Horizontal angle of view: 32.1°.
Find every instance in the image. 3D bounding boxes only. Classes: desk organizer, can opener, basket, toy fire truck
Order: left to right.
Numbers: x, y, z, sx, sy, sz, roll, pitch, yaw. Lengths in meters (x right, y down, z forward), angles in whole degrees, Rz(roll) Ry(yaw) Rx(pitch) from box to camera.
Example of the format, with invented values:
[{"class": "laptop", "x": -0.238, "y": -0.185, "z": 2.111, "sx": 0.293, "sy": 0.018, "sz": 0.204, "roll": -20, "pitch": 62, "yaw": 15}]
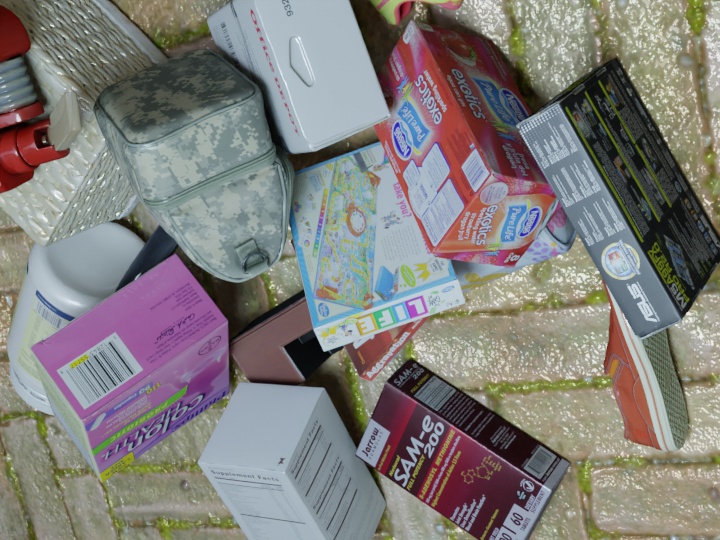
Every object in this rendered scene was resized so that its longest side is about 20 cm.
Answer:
[{"class": "toy fire truck", "x": -0.330, "y": -0.165, "z": 1.168, "sx": 0.198, "sy": 0.129, "sz": 0.178, "roll": -11, "pitch": 105, "yaw": 20}, {"class": "basket", "x": -0.312, "y": -0.163, "z": 1.319, "sx": 0.200, "sy": 0.161, "sz": 0.199, "roll": 43, "pitch": 124, "yaw": 5}, {"class": "can opener", "x": -0.196, "y": -0.049, "z": 1.313, "sx": 0.078, "sy": 0.063, "sz": 0.201, "roll": 31, "pitch": 94, "yaw": 4}, {"class": "desk organizer", "x": -0.044, "y": 0.059, "z": 1.311, "sx": 0.199, "sy": 0.072, "sz": 0.077, "roll": -31, "pitch": 96, "yaw": 36}]

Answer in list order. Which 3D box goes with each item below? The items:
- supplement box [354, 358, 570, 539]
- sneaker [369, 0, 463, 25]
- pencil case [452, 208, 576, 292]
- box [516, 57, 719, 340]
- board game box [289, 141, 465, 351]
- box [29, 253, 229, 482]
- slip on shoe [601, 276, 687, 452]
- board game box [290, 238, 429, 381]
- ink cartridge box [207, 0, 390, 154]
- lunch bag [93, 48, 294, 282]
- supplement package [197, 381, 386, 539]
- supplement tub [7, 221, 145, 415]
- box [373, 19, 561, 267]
[{"class": "supplement box", "x": 0.102, "y": 0.194, "z": 1.290, "sx": 0.199, "sy": 0.061, "sz": 0.110, "roll": 32, "pitch": 123, "yaw": 16}, {"class": "sneaker", "x": 0.081, "y": -0.279, "z": 1.098, "sx": 0.199, "sy": 0.078, "sz": 0.091, "roll": -18, "pitch": 109, "yaw": 40}, {"class": "pencil case", "x": 0.106, "y": -0.031, "z": 1.178, "sx": 0.199, "sy": 0.083, "sz": 0.092, "roll": -22, "pitch": 69, "yaw": 35}, {"class": "box", "x": 0.223, "y": -0.065, "z": 1.047, "sx": 0.044, "sy": 0.160, "sz": 0.201, "roll": -28, "pitch": 96, "yaw": 36}, {"class": "board game box", "x": 0.006, "y": -0.031, "z": 1.148, "sx": 0.133, "sy": 0.201, "sz": 0.034, "roll": -19, "pitch": 137, "yaw": 4}, {"class": "box", "x": -0.233, "y": 0.106, "z": 1.308, "sx": 0.097, "sy": 0.175, "sz": 0.201, "roll": 49, "pitch": 159, "yaw": 17}, {"class": "slip on shoe", "x": 0.248, "y": 0.076, "z": 1.150, "sx": 0.061, "sy": 0.074, "sz": 0.202, "roll": -5, "pitch": 112, "yaw": 35}, {"class": "board game box", "x": 0.000, "y": 0.000, "z": 1.194, "sx": 0.103, "sy": 0.019, "sz": 0.201, "roll": -50, "pitch": 43, "yaw": 20}, {"class": "ink cartridge box", "x": -0.061, "y": -0.188, "z": 1.141, "sx": 0.147, "sy": 0.083, "sz": 0.200, "roll": 69, "pitch": 165, "yaw": -10}, {"class": "lunch bag", "x": -0.148, "y": -0.093, "z": 1.157, "sx": 0.200, "sy": 0.138, "sz": 0.169, "roll": 42, "pitch": 152, "yaw": 58}, {"class": "supplement package", "x": -0.068, "y": 0.226, "z": 1.329, "sx": 0.113, "sy": 0.110, "sz": 0.201, "roll": 2, "pitch": 136, "yaw": 29}, {"class": "supplement tub", "x": -0.319, "y": 0.056, "z": 1.416, "sx": 0.145, "sy": 0.145, "sz": 0.201, "roll": 38, "pitch": 131, "yaw": 11}, {"class": "box", "x": 0.089, "y": -0.111, "z": 1.088, "sx": 0.100, "sy": 0.095, "sz": 0.201, "roll": -55, "pitch": 42, "yaw": 35}]
